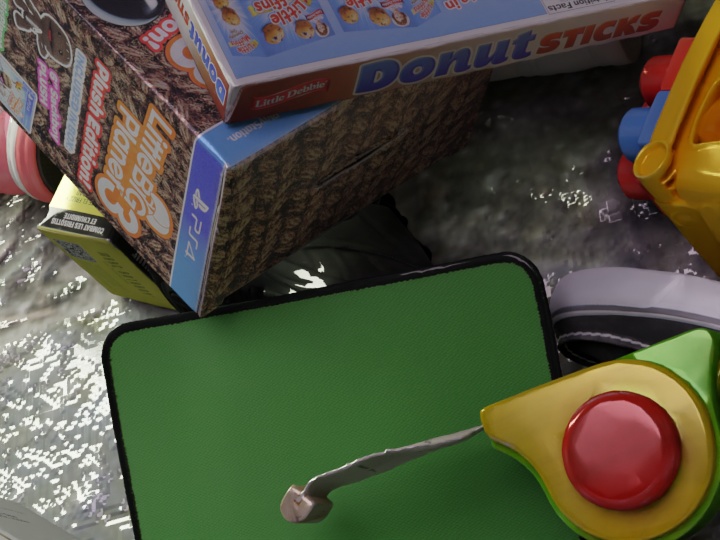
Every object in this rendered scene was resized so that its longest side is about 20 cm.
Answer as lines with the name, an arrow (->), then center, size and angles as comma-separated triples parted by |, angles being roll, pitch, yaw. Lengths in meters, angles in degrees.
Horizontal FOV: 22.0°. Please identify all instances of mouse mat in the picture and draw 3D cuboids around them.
mouse mat -> -0.007, 0.087, 0.750 | 0.199, 0.008, 0.162 | -10, 90, 23

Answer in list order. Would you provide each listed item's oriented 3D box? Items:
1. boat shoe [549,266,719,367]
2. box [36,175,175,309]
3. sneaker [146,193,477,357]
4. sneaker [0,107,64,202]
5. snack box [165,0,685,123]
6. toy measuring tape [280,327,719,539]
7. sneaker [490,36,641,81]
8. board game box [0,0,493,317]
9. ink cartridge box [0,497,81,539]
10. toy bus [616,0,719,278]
boat shoe -> 0.156, 0.047, 0.702 | 0.199, 0.069, 0.057 | 14, 70, 31
box -> -0.079, -0.087, 0.897 | 0.050, 0.075, 0.201 | 13, 70, 33
sneaker -> 0.000, 0.000, 0.810 | 0.199, 0.076, 0.091 | 20, 63, 30
sneaker -> -0.170, -0.129, 0.968 | 0.086, 0.074, 0.201 | -3, 62, 28
snack box -> 0.027, -0.110, 0.725 | 0.199, 0.024, 0.072 | -14, 59, -22
toy measuring tape -> 0.067, 0.081, 0.683 | 0.199, 0.074, 0.074 | -23, 55, 18
sneaker -> 0.045, -0.177, 0.827 | 0.115, 0.201, 0.074 | -9, 15, 26
board game box -> -0.066, -0.111, 0.782 | 0.159, 0.097, 0.200 | -34, 68, -31
ink cartridge box -> -0.125, 0.188, 0.740 | 0.199, 0.084, 0.147 | 23, 88, 35
toy bus -> 0.191, -0.078, 0.731 | 0.191, 0.136, 0.201 | 7, 63, 48
